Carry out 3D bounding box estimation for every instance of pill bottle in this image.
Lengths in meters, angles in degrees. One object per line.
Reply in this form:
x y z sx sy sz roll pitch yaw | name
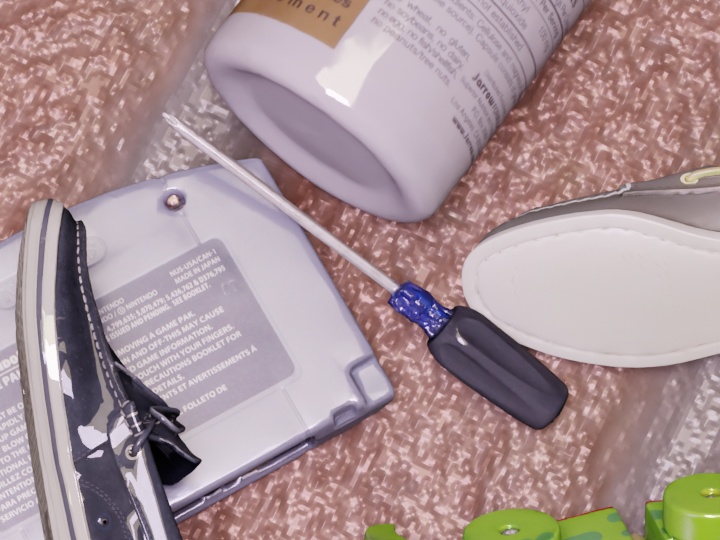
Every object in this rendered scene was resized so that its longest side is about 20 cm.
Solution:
0.037 -0.128 1.200 0.114 0.114 0.200 34 76 8 | pill bottle

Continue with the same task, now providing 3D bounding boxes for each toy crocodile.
0.098 0.117 1.161 0.200 0.062 0.068 -8 113 -5 | toy crocodile

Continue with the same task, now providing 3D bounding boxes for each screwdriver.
0.000 0.000 1.182 0.200 0.028 0.029 35 35 -10 | screwdriver

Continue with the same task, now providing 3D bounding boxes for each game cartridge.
-0.104 0.042 1.189 0.200 0.041 0.133 -28 80 -9 | game cartridge

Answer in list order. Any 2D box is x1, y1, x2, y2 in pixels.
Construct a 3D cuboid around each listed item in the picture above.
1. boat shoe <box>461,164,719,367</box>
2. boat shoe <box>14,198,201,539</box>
0.143 -0.008 1.195 0.202 0.072 0.060 -3 33 10 | boat shoe
-0.094 0.069 1.129 0.062 0.075 0.200 -11 79 -9 | boat shoe
